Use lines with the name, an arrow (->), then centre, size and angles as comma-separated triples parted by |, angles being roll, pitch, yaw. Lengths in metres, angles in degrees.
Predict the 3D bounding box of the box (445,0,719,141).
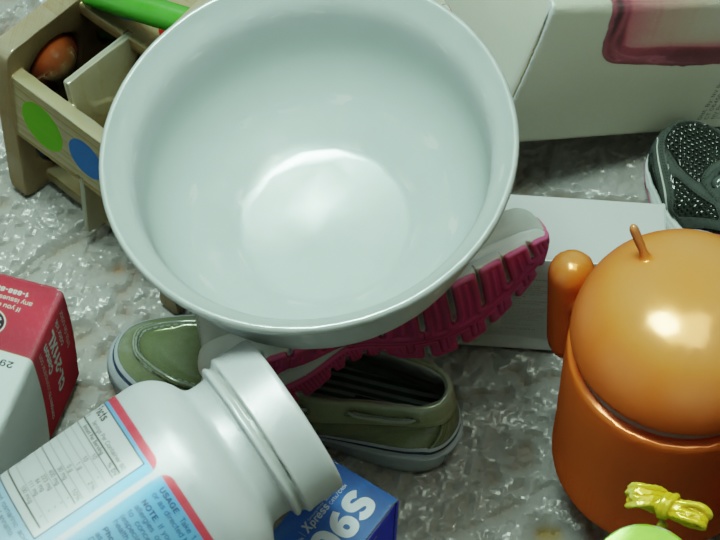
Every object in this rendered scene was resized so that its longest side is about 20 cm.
box -> 0.150, -0.161, 1.325 | 0.198, 0.109, 0.128 | -6, 52, -29

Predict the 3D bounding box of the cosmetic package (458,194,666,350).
cosmetic package -> 0.066, -0.002, 1.253 | 0.198, 0.083, 0.051 | 4, 54, 1

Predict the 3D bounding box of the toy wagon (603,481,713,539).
toy wagon -> 0.103, 0.189, 0.960 | 0.154, 0.040, 0.201 | 18, 68, 11

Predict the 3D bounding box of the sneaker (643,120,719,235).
sneaker -> 0.243, -0.025, 1.272 | 0.080, 0.087, 0.200 | -31, 59, -24

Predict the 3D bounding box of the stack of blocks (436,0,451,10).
stack of blocks -> 0.007, -0.138, 1.333 | 0.058, 0.116, 0.201 | -16, 54, -13

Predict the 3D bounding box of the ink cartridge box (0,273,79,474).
ink cartridge box -> -0.249, 0.094, 1.173 | 0.144, 0.083, 0.201 | 13, 54, 9

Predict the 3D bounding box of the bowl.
bowl -> -0.021, -0.039, 1.101 | 0.199, 0.091, 0.203 | -3, 61, 5

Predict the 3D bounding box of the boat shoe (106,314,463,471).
boat shoe -> -0.040, 0.054, 1.221 | 0.198, 0.062, 0.072 | 10, 53, 6

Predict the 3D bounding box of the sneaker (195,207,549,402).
sneaker -> 0.000, 0.000, 1.168 | 0.198, 0.082, 0.089 | -18, 64, -11

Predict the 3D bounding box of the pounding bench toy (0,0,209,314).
pounding bench toy -> -0.118, -0.112, 1.258 | 0.156, 0.201, 0.124 | 36, 60, 22

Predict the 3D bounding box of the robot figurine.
robot figurine -> 0.158, 0.060, 1.135 | 0.115, 0.201, 0.145 | -4, 53, -4

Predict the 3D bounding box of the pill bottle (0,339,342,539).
pill bottle -> -0.112, 0.122, 1.046 | 0.199, 0.109, 0.109 | -34, 59, -7

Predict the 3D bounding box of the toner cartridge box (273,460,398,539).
toner cartridge box -> -0.055, 0.194, 1.096 | 0.043, 0.095, 0.200 | 29, 57, 20
